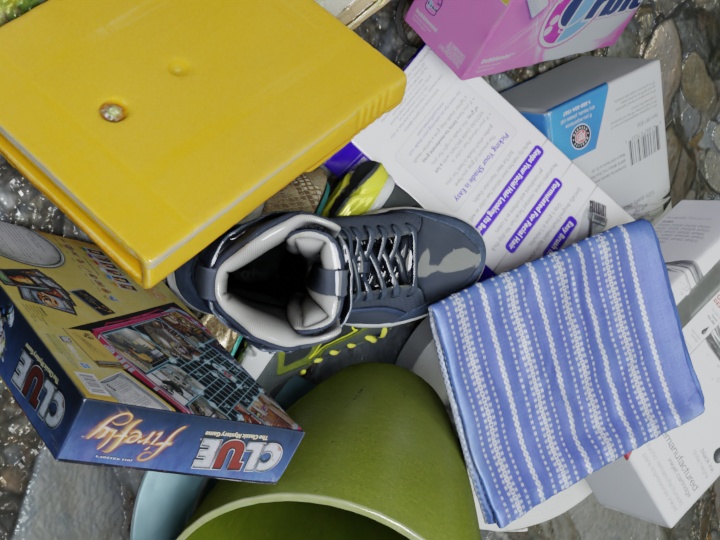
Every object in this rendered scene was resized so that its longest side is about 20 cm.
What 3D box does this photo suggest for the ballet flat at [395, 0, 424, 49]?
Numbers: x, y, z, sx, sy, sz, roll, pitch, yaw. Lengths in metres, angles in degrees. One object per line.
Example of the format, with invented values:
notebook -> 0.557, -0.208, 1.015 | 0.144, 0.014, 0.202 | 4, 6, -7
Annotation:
ballet flat -> 0.110, -0.197, 0.940 | 0.199, 0.046, 0.068 | -14, 108, -41

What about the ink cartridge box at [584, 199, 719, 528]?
ink cartridge box -> 0.234, 0.063, 0.909 | 0.200, 0.083, 0.147 | -41, 110, -20

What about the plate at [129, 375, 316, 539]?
plate -> -0.070, 0.171, 0.862 | 0.199, 0.025, 0.202 | -9, 104, -42

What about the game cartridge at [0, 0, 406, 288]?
game cartridge -> -0.101, -0.103, 0.689 | 0.200, 0.176, 0.033 | -38, 159, -31

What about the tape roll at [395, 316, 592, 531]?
tape roll -> 0.118, 0.105, 0.954 | 0.201, 0.037, 0.205 | -5, 110, -13

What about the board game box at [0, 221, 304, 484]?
board game box -> -0.136, 0.038, 0.653 | 0.135, 0.200, 0.035 | 16, 107, -43

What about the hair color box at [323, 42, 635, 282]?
hair color box -> 0.085, -0.055, 0.874 | 0.200, 0.065, 0.110 | 41, 67, -5

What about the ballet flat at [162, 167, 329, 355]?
ballet flat -> -0.089, 0.003, 0.785 | 0.065, 0.070, 0.201 | 37, 69, -23

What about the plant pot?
plant pot -> -0.003, 0.148, 0.751 | 0.200, 0.185, 0.189 | -67, 145, -58

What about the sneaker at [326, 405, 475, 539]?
sneaker -> 0.033, 0.169, 0.891 | 0.199, 0.075, 0.082 | -32, 130, -18

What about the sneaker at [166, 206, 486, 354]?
sneaker -> 0.000, 0.002, 0.705 | 0.200, 0.146, 0.078 | -5, 93, -18

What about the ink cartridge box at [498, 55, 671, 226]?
ink cartridge box -> 0.179, -0.057, 1.006 | 0.144, 0.084, 0.202 | -27, 116, -35

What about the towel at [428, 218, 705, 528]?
towel -> 0.138, 0.060, 0.786 | 0.199, 0.024, 0.146 | -20, 98, -34

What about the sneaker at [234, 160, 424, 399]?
sneaker -> -0.019, 0.029, 0.807 | 0.084, 0.074, 0.201 | 34, 92, -13

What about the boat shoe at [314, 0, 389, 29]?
boat shoe -> 0.020, -0.219, 0.824 | 0.199, 0.074, 0.067 | -35, 135, -7

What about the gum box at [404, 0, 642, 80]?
gum box -> 0.137, -0.208, 0.852 | 0.199, 0.066, 0.114 | -21, 152, -44
